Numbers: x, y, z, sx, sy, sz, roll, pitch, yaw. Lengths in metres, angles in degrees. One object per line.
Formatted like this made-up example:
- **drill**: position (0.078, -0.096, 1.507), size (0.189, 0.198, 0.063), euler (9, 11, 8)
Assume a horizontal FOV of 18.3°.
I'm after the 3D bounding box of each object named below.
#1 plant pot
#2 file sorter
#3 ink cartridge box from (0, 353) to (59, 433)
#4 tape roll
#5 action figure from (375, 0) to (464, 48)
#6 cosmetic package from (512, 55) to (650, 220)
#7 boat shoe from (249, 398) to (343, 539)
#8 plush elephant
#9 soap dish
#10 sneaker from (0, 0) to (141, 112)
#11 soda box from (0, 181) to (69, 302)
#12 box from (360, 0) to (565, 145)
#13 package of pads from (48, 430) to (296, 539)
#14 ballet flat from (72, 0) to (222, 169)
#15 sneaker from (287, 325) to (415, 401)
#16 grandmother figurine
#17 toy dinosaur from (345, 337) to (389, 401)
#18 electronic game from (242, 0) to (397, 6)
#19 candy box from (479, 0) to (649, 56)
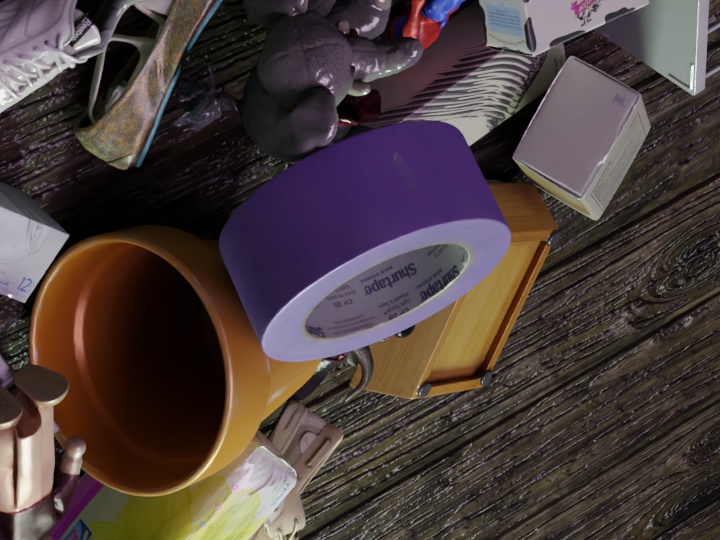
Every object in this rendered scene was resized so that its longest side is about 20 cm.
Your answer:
- **plant pot**: position (-0.125, 0.056, 1.747), size (0.183, 0.200, 0.201), euler (-17, 134, -54)
- **file sorter**: position (0.279, -0.284, 1.884), size (0.124, 0.139, 0.201), euler (-31, 139, -25)
- **ink cartridge box**: position (-0.332, 0.093, 1.645), size (0.144, 0.084, 0.200), euler (-41, 142, -9)
- **tape roll**: position (0.003, -0.019, 1.618), size (0.199, 0.085, 0.200), euler (-23, 160, -9)
- **action figure**: position (0.067, -0.214, 1.742), size (0.065, 0.052, 0.200), euler (-47, -176, -40)
- **cosmetic package**: position (0.192, -0.111, 1.922), size (0.106, 0.071, 0.200), euler (-60, 169, 0)
- **boat shoe**: position (-0.075, 0.202, 1.893), size (0.201, 0.065, 0.072), euler (-62, -179, -34)
- **plush elephant**: position (-0.026, -0.143, 1.619), size (0.198, 0.155, 0.166), euler (-7, 83, -21)
- **soap dish**: position (0.084, 0.019, 1.972), size (0.157, 0.081, 0.201), euler (-4, 122, -56)
- **sneaker**: position (-0.226, -0.160, 1.543), size (0.200, 0.081, 0.075), euler (-46, 144, -2)
- **soda box**: position (-0.302, -0.043, 1.575), size (0.200, 0.068, 0.064), euler (26, 102, -50)
- **box**: position (0.074, -0.150, 1.850), size (0.200, 0.068, 0.082), euler (-37, 142, -16)
- **package of pads**: position (-0.160, 0.194, 1.837), size (0.200, 0.154, 0.068), euler (-49, 131, -1)
- **ballet flat**: position (-0.149, -0.170, 1.628), size (0.070, 0.071, 0.201), euler (15, 108, -49)
- **sneaker**: position (-0.008, 0.046, 1.897), size (0.075, 0.115, 0.201), euler (1, 120, -44)
- **grandmother figurine**: position (-0.254, 0.168, 1.675), size (0.121, 0.061, 0.201), euler (-20, 134, -23)
- **toy dinosaur**: position (0.000, 0.000, 1.801), size (0.102, 0.077, 0.201), euler (32, 81, -60)
- **electronic game**: position (-0.008, -0.260, 1.700), size (0.199, 0.042, 0.201), euler (-26, 143, -21)
- **candy box**: position (0.150, -0.287, 1.764), size (0.136, 0.061, 0.201), euler (-25, 116, -32)
